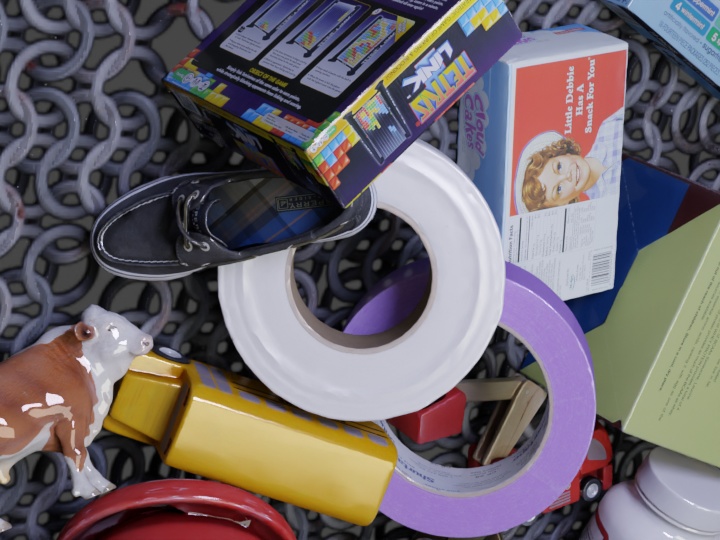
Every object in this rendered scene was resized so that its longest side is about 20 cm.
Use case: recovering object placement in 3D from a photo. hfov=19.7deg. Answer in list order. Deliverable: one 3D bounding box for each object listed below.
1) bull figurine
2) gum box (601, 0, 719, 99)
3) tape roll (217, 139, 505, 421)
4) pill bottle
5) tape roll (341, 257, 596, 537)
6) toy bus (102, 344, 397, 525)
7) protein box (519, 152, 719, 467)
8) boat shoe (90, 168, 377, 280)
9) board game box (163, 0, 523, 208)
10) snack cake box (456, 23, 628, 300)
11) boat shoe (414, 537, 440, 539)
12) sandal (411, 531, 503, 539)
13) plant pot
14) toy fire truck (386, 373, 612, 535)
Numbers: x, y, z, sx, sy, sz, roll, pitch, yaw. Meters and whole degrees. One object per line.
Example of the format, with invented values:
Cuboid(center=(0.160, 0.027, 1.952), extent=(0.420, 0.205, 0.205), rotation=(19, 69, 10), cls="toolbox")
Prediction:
Cuboid(center=(-0.224, 0.104, 1.385), extent=(0.199, 0.065, 0.122), rotation=(-20, 87, -19), cls="bull figurine")
Cuboid(center=(0.295, -0.255, 1.628), extent=(0.170, 0.044, 0.201), rotation=(31, 90, -39), cls="gum box")
Cuboid(center=(0.000, 0.000, 1.443), extent=(0.201, 0.071, 0.204), rotation=(0, 97, 1), cls="tape roll")
Cuboid(center=(0.230, 0.248, 1.716), extent=(0.112, 0.112, 0.201), rotation=(6, 122, -37), cls="pill bottle")
Cuboid(center=(0.074, 0.091, 1.530), extent=(0.198, 0.066, 0.202), rotation=(1, 102, 6), cls="tape roll")
Cuboid(center=(-0.080, 0.115, 1.461), extent=(0.199, 0.078, 0.065), rotation=(19, 101, -18), cls="toy bus")
Cuboid(center=(0.274, 0.042, 1.677), extent=(0.199, 0.135, 0.200), rotation=(21, 95, -39), cls="protein box")
Cuboid(center=(-0.089, -0.033, 1.371), extent=(0.198, 0.066, 0.070), rotation=(-6, 90, 10), cls="boat shoe")
Cuboid(center=(-0.015, -0.138, 1.356), extent=(0.165, 0.200, 0.057), rotation=(-43, 125, -12), cls="board game box")
Cuboid(center=(0.135, -0.077, 1.574), extent=(0.114, 0.067, 0.201), rotation=(-11, 115, -29), cls="snack cake box")
Cuboid(center=(0.063, 0.292, 1.632), extent=(0.062, 0.073, 0.201), rotation=(-10, 119, -25), cls="boat shoe")
Cuboid(center=(0.070, 0.268, 1.671), extent=(0.055, 0.081, 0.201), rotation=(-60, 161, -56), cls="sandal")
Cuboid(center=(-0.121, 0.256, 1.423), extent=(0.199, 0.183, 0.201), rotation=(-2, 140, -2), cls="plant pot")
Cuboid(center=(0.116, 0.135, 1.660), extent=(0.199, 0.049, 0.142), rotation=(-16, 117, -29), cls="toy fire truck")
